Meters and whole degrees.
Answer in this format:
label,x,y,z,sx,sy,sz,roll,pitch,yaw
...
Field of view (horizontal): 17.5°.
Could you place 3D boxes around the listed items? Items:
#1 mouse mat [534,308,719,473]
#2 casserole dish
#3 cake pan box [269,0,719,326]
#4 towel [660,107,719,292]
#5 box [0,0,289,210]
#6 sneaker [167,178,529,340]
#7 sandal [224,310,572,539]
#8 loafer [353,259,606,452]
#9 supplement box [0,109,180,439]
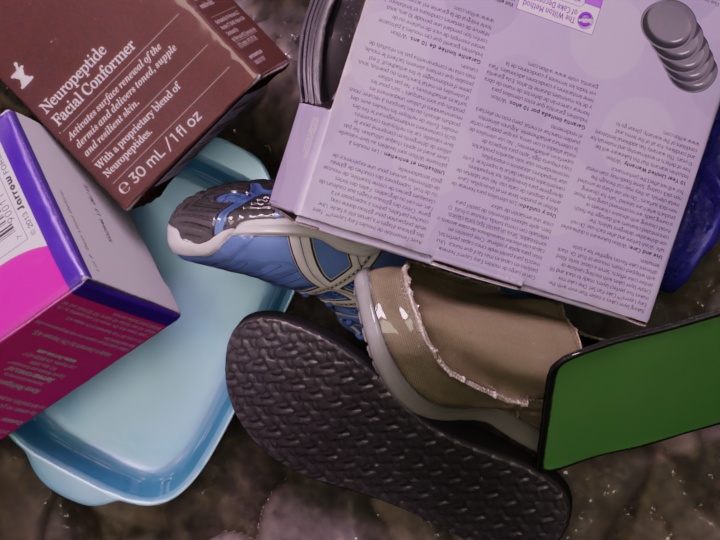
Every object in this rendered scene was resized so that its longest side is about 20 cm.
label,x,y,z,sx,sy,sz,roll,pitch,yaw
mouse mat,0.180,0.045,1.116,0.199,0.161,0.008,-15,66,-5
casserole dish,-0.106,0.026,1.210,0.121,0.039,0.200,27,91,5
cake pan box,0.070,-0.087,1.086,0.199,0.052,0.185,15,92,-21
towel,0.110,-0.092,1.147,0.200,0.050,0.148,25,83,-21
box,-0.141,-0.138,1.145,0.100,0.075,0.200,-44,90,15
sneaker,0.000,0.000,1.159,0.199,0.076,0.077,6,105,-20
sandal,0.017,0.083,1.194,0.200,0.045,0.075,30,117,-10
loafer,0.070,0.034,1.121,0.070,0.200,0.075,-29,61,27
supplement box,-0.207,0.026,1.156,0.200,0.103,0.101,-33,68,14
